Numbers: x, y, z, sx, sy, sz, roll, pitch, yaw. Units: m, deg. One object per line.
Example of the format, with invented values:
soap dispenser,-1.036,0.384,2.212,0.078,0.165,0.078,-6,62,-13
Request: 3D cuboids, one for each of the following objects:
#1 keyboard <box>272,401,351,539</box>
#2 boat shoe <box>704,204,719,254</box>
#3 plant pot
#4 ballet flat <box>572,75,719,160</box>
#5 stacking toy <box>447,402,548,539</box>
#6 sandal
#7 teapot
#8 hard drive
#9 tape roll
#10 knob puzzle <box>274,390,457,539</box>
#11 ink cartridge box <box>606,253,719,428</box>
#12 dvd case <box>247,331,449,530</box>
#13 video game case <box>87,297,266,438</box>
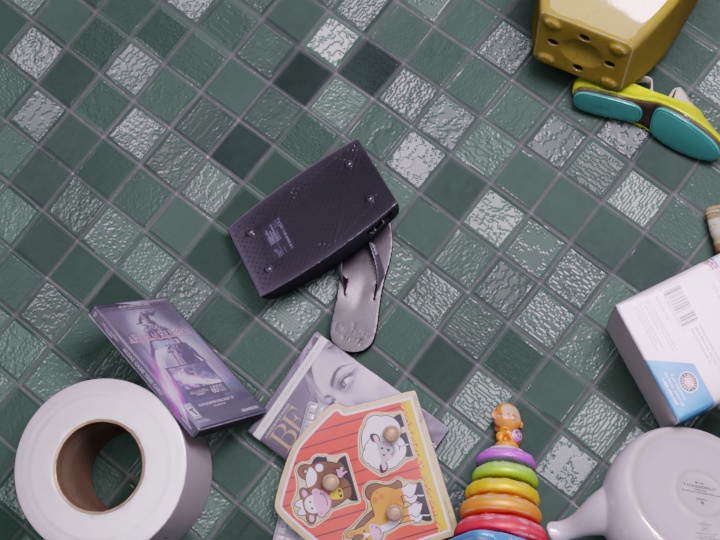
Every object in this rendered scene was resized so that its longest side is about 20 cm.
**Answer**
keyboard,-0.061,0.259,1.513,0.056,0.011,0.200,14,88,8
boat shoe,0.512,-0.072,1.507,0.200,0.073,0.063,-15,74,5
plant pot,0.299,-0.336,1.509,0.194,0.196,0.200,23,73,10
ballet flat,0.359,-0.203,1.559,0.200,0.067,0.067,24,63,12
stacking toy,0.166,0.245,1.470,0.116,0.110,0.200,21,58,-21
sandal,0.001,0.000,1.560,0.076,0.043,0.201,-1,78,6
teapot,0.348,0.279,1.401,0.197,0.146,0.200,-33,66,-34
hard drive,-0.055,-0.058,1.552,0.200,0.042,0.135,-35,53,6
tape roll,-0.285,0.234,1.492,0.202,0.139,0.203,-1,77,6
knob puzzle,-0.005,0.252,1.488,0.219,0.030,0.220,0,88,4
ink cartridge box,0.407,0.071,1.449,0.200,0.146,0.147,-26,76,0
dvd case,-0.016,0.191,1.525,0.200,0.016,0.149,35,92,12
video game case,-0.215,0.110,1.504,0.200,0.143,0.019,47,112,18
